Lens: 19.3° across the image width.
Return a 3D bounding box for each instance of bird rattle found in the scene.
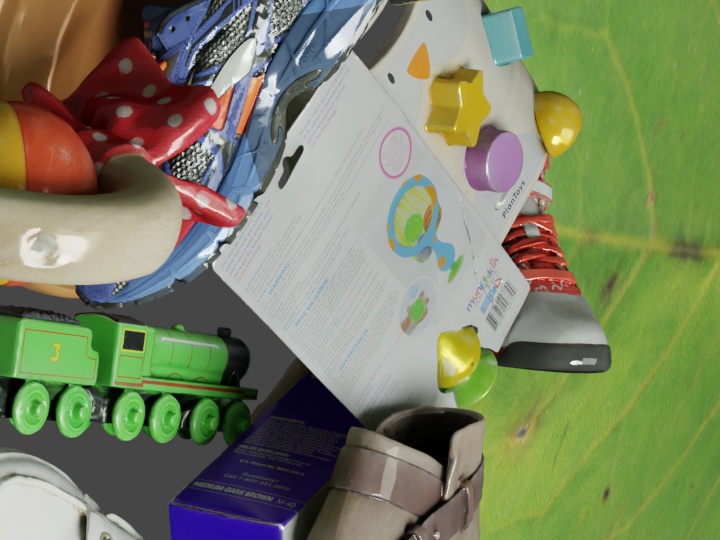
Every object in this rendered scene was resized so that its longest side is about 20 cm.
[{"bbox_3d":[-0.127,-0.028,0.745,0.199,0.163,0.113,16,105,-28],"label":"bird rattle"}]

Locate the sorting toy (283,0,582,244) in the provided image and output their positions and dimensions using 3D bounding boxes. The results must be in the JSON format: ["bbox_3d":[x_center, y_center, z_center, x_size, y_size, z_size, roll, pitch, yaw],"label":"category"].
[{"bbox_3d":[0.018,-0.087,1.029,0.201,0.106,0.180,-60,147,-20],"label":"sorting toy"}]

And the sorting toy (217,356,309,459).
[{"bbox_3d":[-0.022,0.114,1.147,0.201,0.036,0.186,-57,147,-33],"label":"sorting toy"}]

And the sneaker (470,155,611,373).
[{"bbox_3d":[0.078,-0.013,1.112,0.067,0.201,0.109,6,97,-18],"label":"sneaker"}]

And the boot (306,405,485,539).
[{"bbox_3d":[0.035,0.137,0.991,0.200,0.070,0.148,1,98,-66],"label":"boot"}]

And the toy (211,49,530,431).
[{"bbox_3d":[0.000,0.000,0.972,0.200,0.047,0.116,47,66,-43],"label":"toy"}]

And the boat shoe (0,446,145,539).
[{"bbox_3d":[-0.121,0.140,0.954,0.071,0.069,0.200,-61,148,-14],"label":"boat shoe"}]

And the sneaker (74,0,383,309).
[{"bbox_3d":[-0.065,-0.074,0.872,0.201,0.078,0.075,-58,-167,-1],"label":"sneaker"}]

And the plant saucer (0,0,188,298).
[{"bbox_3d":[-0.096,-0.082,0.910,0.200,0.037,0.202,-35,134,-46],"label":"plant saucer"}]

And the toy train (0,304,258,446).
[{"bbox_3d":[-0.108,0.048,0.959,0.200,0.041,0.057,11,85,-60],"label":"toy train"}]

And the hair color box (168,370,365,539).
[{"bbox_3d":[-0.018,0.120,1.030,0.200,0.064,0.110,-44,137,-57],"label":"hair color box"}]

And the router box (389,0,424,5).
[{"bbox_3d":[0.038,-0.230,0.941,0.157,0.052,0.202,-40,120,-65],"label":"router box"}]
